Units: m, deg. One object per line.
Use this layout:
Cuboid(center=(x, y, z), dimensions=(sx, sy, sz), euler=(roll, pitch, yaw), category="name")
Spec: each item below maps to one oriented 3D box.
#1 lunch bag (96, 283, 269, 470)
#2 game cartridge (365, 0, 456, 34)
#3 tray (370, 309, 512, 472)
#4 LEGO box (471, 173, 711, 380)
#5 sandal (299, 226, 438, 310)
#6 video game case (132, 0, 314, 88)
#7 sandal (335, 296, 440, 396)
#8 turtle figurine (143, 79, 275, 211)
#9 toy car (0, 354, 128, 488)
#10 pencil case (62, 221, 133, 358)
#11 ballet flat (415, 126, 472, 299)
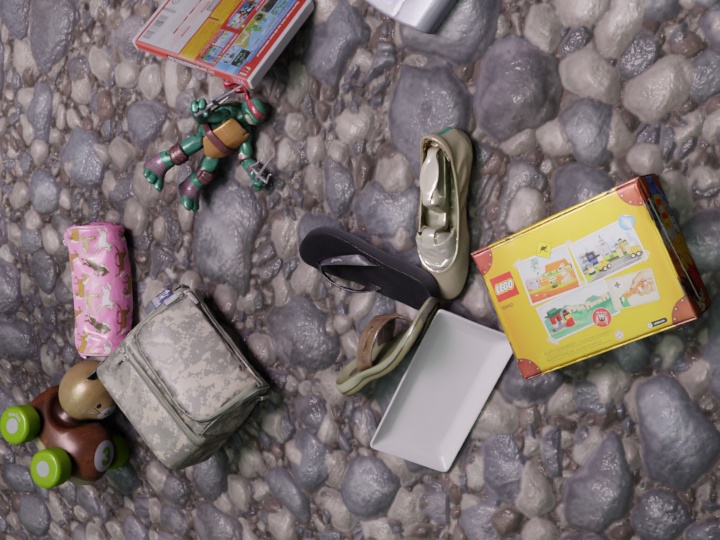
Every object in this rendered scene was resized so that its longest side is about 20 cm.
Cuboid(center=(-0.235, 0.142, 1.221), dimensions=(0.168, 0.139, 0.200), euler=(-43, 75, 11), category="lunch bag")
Cuboid(center=(0.039, -0.374, 1.032), dimensions=(0.200, 0.041, 0.134), euler=(46, 113, 17), category="game cartridge")
Cuboid(center=(0.096, 0.142, 1.060), dimensions=(0.106, 0.022, 0.202), euler=(21, 112, -10), category="tray")
Cuboid(center=(0.239, 0.009, 0.942), dimensions=(0.199, 0.077, 0.150), euler=(-25, 84, 32), category="LEGO box")
Cuboid(center=(0.000, 0.000, 1.081), dimensions=(0.199, 0.043, 0.077), euler=(20, 142, 32), category="sandal")
Cuboid(center=(-0.175, -0.311, 1.129), dimensions=(0.199, 0.017, 0.144), euler=(23, 68, 26), category="video game case")
Cuboid(center=(0.020, 0.089, 1.064), dimensions=(0.057, 0.080, 0.201), euler=(47, 132, -3), category="sandal")
Cuboid(center=(-0.180, -0.165, 1.162), dimensions=(0.199, 0.101, 0.150), euler=(-35, 119, 22), category="turtle figurine")
Cuboid(center=(-0.391, 0.198, 1.315), dimensions=(0.158, 0.164, 0.200), euler=(46, 105, 17), category="toy car")
Cuboid(center=(-0.384, 0.030, 1.319), dimensions=(0.086, 0.082, 0.203), euler=(1, 99, 37), category="pencil case")
Cuboid(center=(0.089, -0.063, 1.029), dimensions=(0.069, 0.069, 0.203), euler=(6, 100, 30), category="ballet flat")
